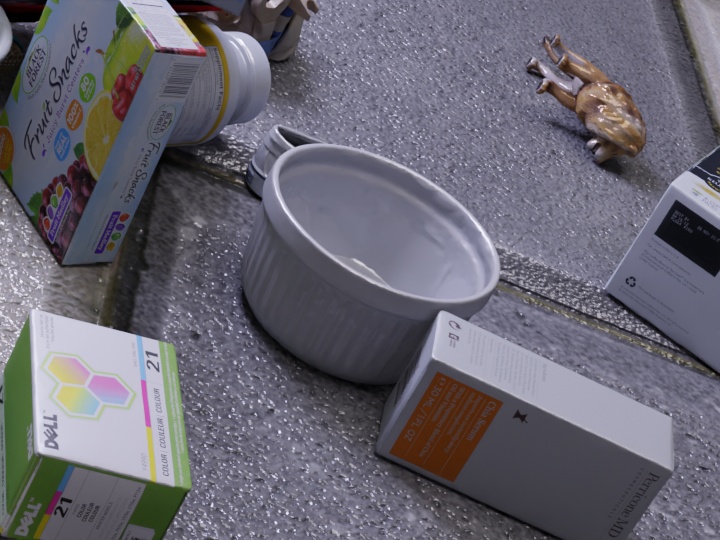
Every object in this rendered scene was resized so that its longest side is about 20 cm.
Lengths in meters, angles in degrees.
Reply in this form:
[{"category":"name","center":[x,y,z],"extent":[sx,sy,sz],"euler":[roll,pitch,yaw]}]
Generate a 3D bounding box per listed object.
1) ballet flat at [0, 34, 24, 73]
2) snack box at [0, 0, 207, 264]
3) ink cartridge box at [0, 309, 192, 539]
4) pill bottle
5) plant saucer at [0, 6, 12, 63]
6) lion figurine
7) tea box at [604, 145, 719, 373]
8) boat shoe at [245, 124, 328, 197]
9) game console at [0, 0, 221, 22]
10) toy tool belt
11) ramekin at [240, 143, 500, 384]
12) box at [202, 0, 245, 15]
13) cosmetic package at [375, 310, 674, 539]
[{"category":"ballet flat","center":[-0.374,-0.193,1.542],"extent":[0.200,0.071,0.065],"euler":[22,56,-6]},{"category":"snack box","center":[-0.201,-0.125,1.427],"extent":[0.053,0.200,0.142],"euler":[0,40,-40]},{"category":"ink cartridge box","center":[-0.217,0.094,1.201],"extent":[0.200,0.076,0.148],"euler":[17,31,-23]},{"category":"pill bottle","center":[-0.173,-0.158,1.594],"extent":[0.200,0.112,0.112],"euler":[-9,47,-48]},{"category":"plant saucer","center":[-0.368,-0.192,1.451],"extent":[0.200,0.050,0.200],"euler":[22,29,-13]},{"category":"lion figurine","center":[0.249,-0.192,2.055],"extent":[0.122,0.072,0.200],"euler":[31,24,-12]},{"category":"tea box","center":[0.372,-0.001,1.798],"extent":[0.200,0.134,0.197],"euler":[37,31,14]},{"category":"boat shoe","center":[0.002,-0.069,1.652],"extent":[0.200,0.065,0.074],"euler":[18,31,-18]},{"category":"game console","center":[-0.241,-0.267,1.612],"extent":[0.200,0.119,0.172],"euler":[-5,66,-40]},{"category":"toy tool belt","center":[-0.104,-0.259,1.798],"extent":[0.125,0.123,0.200],"euler":[30,30,2]},{"category":"ramekin","center":[0.000,0.000,1.505],"extent":[0.200,0.105,0.200],"euler":[21,30,-13]},{"category":"box","center":[-0.197,-0.267,1.519],"extent":[0.200,0.041,0.156],"euler":[25,5,9]},{"category":"cosmetic package","center":[0.124,0.124,1.424],"extent":[0.200,0.101,0.071],"euler":[25,30,-6]}]
